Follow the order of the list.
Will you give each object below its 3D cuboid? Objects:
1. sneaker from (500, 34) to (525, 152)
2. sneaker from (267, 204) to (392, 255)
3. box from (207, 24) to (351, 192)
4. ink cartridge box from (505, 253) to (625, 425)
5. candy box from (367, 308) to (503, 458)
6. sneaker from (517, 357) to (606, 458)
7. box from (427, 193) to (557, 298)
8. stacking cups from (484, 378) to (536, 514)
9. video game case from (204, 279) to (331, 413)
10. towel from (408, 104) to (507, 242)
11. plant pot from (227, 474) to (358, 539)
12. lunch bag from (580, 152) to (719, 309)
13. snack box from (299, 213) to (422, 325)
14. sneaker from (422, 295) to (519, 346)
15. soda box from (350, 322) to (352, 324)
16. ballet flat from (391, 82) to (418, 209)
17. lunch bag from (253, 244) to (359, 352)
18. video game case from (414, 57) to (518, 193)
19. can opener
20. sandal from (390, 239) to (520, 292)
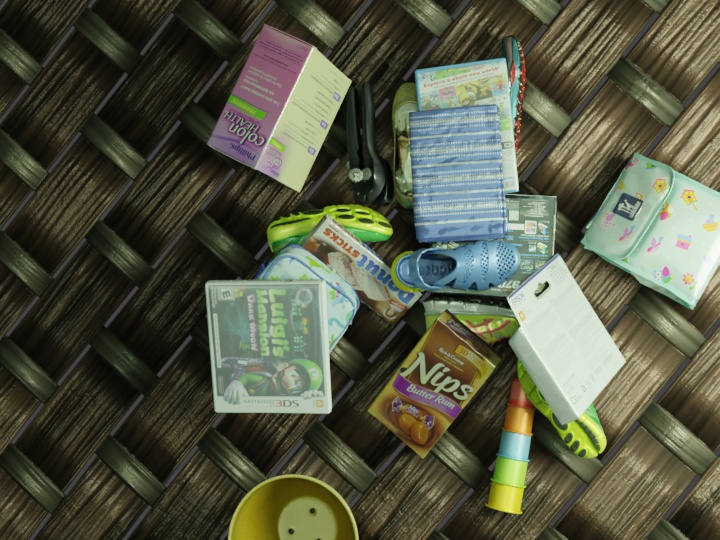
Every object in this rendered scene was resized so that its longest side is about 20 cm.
[{"bbox_3d":[0.206,-0.268,1.751,0.094,0.079,0.204,6,88,10],"label":"sneaker"},{"bbox_3d":[-0.047,-0.052,1.780,0.196,0.074,0.085,-5,118,1],"label":"sneaker"},{"bbox_3d":[-0.121,-0.245,1.736,0.096,0.176,0.202,26,92,20],"label":"box"},{"bbox_3d":[0.294,0.097,1.663,0.040,0.199,0.202,-31,90,39],"label":"ink cartridge box"},{"bbox_3d":[0.113,0.174,1.722,0.116,0.056,0.201,38,112,8],"label":"candy box"},{"bbox_3d":[0.303,0.193,1.714,0.074,0.084,0.202,-32,89,16],"label":"sneaker"},{"bbox_3d":[0.205,-0.039,1.756,0.196,0.046,0.162,3,88,7],"label":"box"},{"bbox_3d":[0.238,0.269,1.740,0.059,0.061,0.204,10,84,8],"label":"stacking cups"},{"bbox_3d":[-0.136,0.114,1.664,0.178,0.023,0.204,-1,103,8],"label":"video game case"},{"bbox_3d":[0.148,-0.146,1.707,0.142,0.024,0.204,-4,88,13],"label":"towel"},{"bbox_3d":[-0.091,0.407,1.727,0.196,0.142,0.204,0,87,8],"label":"plant pot"},{"bbox_3d":[0.453,-0.063,1.690,0.198,0.122,0.172,32,94,16],"label":"lunch bag"},{"bbox_3d":[0.000,0.000,1.744,0.199,0.024,0.072,38,107,-19],"label":"snack box"},{"bbox_3d":[0.194,0.091,1.744,0.196,0.078,0.092,5,95,14],"label":"sneaker"},{"bbox_3d":[-0.116,0.075,1.784,0.197,0.063,0.069,-12,87,7],"label":"soda box"},{"bbox_3d":[0.081,-0.200,1.770,0.069,0.071,0.204,1,87,7],"label":"ballet flat"},{"bbox_3d":[-0.108,0.073,1.702,0.160,0.083,0.201,35,105,-4],"label":"lunch bag"},{"bbox_3d":[0.163,-0.214,1.723,0.141,0.018,0.204,-6,94,12],"label":"video game case"},{"bbox_3d":[0.004,-0.199,1.784,0.062,0.078,0.203,-14,77,18],"label":"can opener"},{"bbox_3d":[0.145,-0.004,1.694,0.196,0.087,0.081,-10,85,0],"label":"sandal"}]
